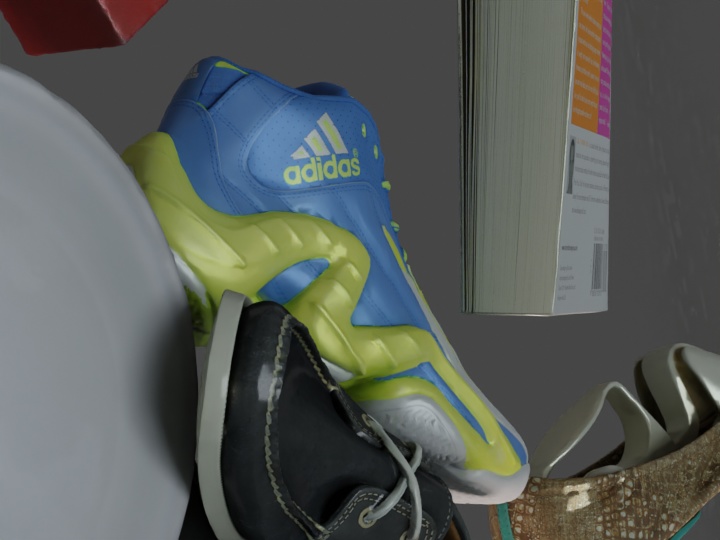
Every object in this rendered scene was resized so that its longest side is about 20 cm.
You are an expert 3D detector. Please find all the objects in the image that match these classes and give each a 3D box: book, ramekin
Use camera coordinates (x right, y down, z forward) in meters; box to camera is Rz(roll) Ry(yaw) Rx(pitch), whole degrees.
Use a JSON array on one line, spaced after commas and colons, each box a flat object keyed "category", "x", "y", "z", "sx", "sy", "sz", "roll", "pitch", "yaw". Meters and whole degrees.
[{"category": "book", "x": 0.070, "y": -0.085, "z": 0.890, "sx": 0.134, "sy": 0.048, "sz": 0.201, "roll": 2, "pitch": 89, "yaw": -75}, {"category": "ramekin", "x": -0.147, "y": 0.041, "z": 0.666, "sx": 0.202, "sy": 0.094, "sz": 0.204, "roll": -2, "pitch": 92, "yaw": -47}]

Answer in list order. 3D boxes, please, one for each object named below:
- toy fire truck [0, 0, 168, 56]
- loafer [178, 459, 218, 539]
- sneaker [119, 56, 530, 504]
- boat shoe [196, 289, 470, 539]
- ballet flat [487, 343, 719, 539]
[{"category": "toy fire truck", "x": -0.148, "y": -0.127, "z": 0.693, "sx": 0.141, "sy": 0.049, "sz": 0.201, "roll": -45, "pitch": 120, "yaw": -36}, {"category": "loafer", "x": -0.057, "y": 0.107, "z": 0.776, "sx": 0.073, "sy": 0.072, "sz": 0.201, "roll": -30, "pitch": 111, "yaw": -40}, {"category": "sneaker", "x": 0.000, "y": 0.000, "z": 0.830, "sx": 0.200, "sy": 0.075, "sz": 0.105, "roll": 38, "pitch": 64, "yaw": -39}, {"category": "boat shoe", "x": -0.006, "y": 0.062, "z": 0.759, "sx": 0.200, "sy": 0.067, "sz": 0.072, "roll": 66, "pitch": 28, "yaw": -60}, {"category": "ballet flat", "x": 0.119, "y": 0.066, "z": 0.965, "sx": 0.200, "sy": 0.070, "sz": 0.066, "roll": -30, "pitch": 98, "yaw": -45}]
